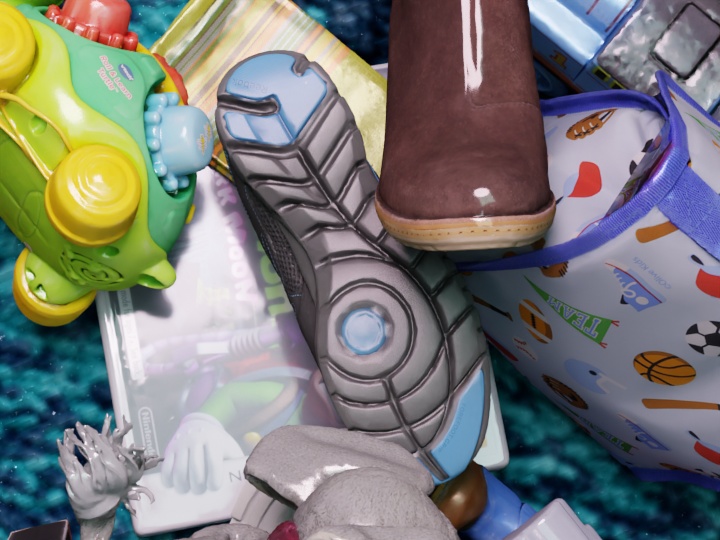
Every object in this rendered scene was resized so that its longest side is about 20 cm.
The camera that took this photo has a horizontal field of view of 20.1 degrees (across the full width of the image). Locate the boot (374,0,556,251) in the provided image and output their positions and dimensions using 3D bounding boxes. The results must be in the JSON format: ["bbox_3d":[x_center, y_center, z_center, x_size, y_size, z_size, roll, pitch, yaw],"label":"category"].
[{"bbox_3d":[0.038,-0.107,0.818,0.072,0.200,0.168,-3,110,0],"label":"boot"}]

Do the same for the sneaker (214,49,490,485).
[{"bbox_3d":[0.000,0.000,0.896,0.073,0.082,0.201,-23,81,-5],"label":"sneaker"}]

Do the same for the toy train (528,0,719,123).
[{"bbox_3d":[0.103,-0.126,0.951,0.200,0.114,0.087,40,80,1],"label":"toy train"}]

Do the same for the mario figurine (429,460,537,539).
[{"bbox_3d":[0.107,0.168,0.911,0.199,0.124,0.107,28,68,4],"label":"mario figurine"}]

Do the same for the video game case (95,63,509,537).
[{"bbox_3d":[-0.035,0.010,0.966,0.180,0.023,0.202,-10,83,-7],"label":"video game case"}]

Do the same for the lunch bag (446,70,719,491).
[{"bbox_3d":[0.141,0.007,0.873,0.170,0.200,0.124,39,78,-15],"label":"lunch bag"}]

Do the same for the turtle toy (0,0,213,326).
[{"bbox_3d":[-0.136,-0.077,0.899,0.101,0.146,0.201,-33,84,-25],"label":"turtle toy"}]

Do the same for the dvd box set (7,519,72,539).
[{"bbox_3d":[-0.115,0.212,0.841,0.029,0.146,0.202,-12,91,-7],"label":"dvd box set"}]

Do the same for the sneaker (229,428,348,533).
[{"bbox_3d":[-0.042,0.158,0.917,0.076,0.080,0.201,40,104,17],"label":"sneaker"}]

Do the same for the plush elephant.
[{"bbox_3d":[-0.023,0.137,0.785,0.153,0.165,0.202,-8,109,0],"label":"plush elephant"}]

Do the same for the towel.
[{"bbox_3d":[-0.010,-0.056,0.957,0.199,0.018,0.086,38,82,0],"label":"towel"}]

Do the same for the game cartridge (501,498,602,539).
[{"bbox_3d":[0.055,0.208,0.892,0.200,0.040,0.134,-41,90,23],"label":"game cartridge"}]
